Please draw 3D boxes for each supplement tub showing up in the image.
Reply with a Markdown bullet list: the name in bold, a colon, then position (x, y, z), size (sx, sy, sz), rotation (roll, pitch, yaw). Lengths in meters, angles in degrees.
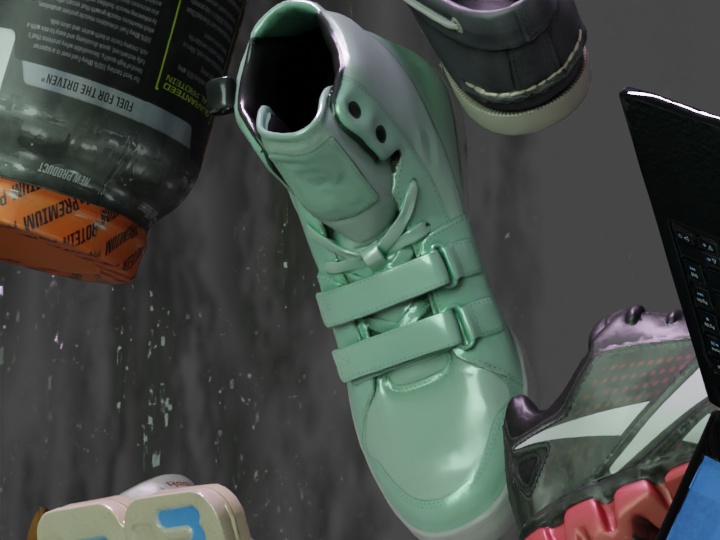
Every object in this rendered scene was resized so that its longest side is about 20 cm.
- **supplement tub**: position (-0.108, -0.104, 1.156), size (0.122, 0.122, 0.201), rotation (8, 77, 35)

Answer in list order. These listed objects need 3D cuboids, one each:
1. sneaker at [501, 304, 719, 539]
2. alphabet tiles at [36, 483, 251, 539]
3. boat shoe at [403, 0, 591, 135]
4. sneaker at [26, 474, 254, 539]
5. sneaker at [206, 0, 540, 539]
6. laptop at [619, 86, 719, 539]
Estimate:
- **sneaker**: position (0.128, 0.043, 0.980), size (0.200, 0.071, 0.098), rotation (-29, 62, 23)
- **alphabet tiles**: position (-0.052, 0.174, 1.015), size (0.195, 0.015, 0.201), rotation (-13, 95, 45)
- **boat shoe**: position (0.026, -0.138, 1.102), size (0.072, 0.063, 0.200), rotation (-28, 53, -3)
- **sneaker**: position (-0.054, 0.115, 1.072), size (0.199, 0.073, 0.085), rotation (-1, 75, 35)
- **sneaker**: position (0.000, 0.000, 1.051), size (0.073, 0.118, 0.202), rotation (-23, 63, 23)
- **laptop**: position (0.129, 0.073, 0.846), size (0.103, 0.201, 0.177), rotation (-39, 40, -24)
